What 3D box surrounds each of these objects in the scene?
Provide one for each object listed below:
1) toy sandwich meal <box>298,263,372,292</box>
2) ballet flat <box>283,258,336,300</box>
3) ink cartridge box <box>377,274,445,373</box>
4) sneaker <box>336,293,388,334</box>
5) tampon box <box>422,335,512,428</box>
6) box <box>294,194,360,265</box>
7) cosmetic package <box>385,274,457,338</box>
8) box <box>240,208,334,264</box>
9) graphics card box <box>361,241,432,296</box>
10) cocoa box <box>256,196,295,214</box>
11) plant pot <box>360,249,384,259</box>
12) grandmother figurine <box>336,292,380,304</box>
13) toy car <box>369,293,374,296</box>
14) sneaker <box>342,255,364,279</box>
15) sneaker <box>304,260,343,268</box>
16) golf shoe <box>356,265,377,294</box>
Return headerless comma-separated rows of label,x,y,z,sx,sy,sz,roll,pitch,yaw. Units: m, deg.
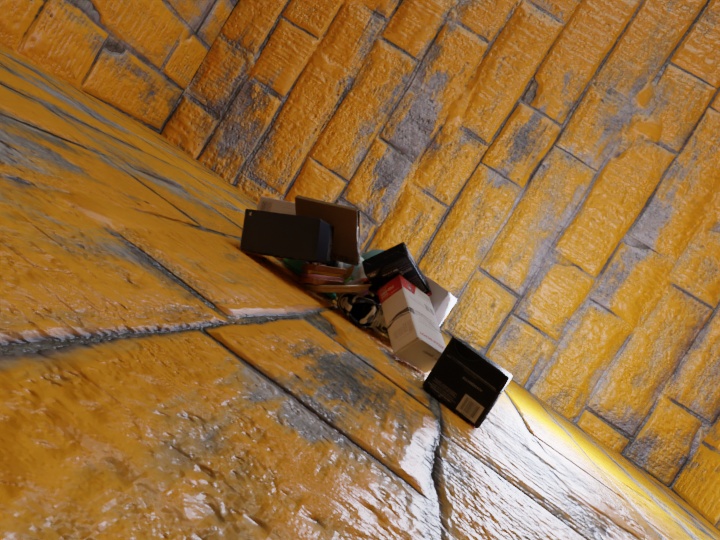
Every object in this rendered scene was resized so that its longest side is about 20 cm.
toy sandwich meal,-0.065,0.016,1.476,0.200,0.072,0.205,0,3,0
ballet flat,-0.134,0.003,1.602,0.198,0.071,0.067,35,3,20
ink cartridge box,0.131,0.135,1.421,0.146,0.082,0.203,35,30,-40
sneaker,0.035,0.122,1.460,0.197,0.080,0.130,33,4,-14
tampon box,0.244,0.246,1.265,0.149,0.128,0.200,35,2,19
box,-0.091,-0.110,1.549,0.196,0.167,0.021,15,32,24
cosmetic package,0.167,0.128,1.567,0.101,0.202,0.071,35,0,38
box,-0.182,-0.083,1.444,0.195,0.107,0.182,8,-2,9
graphics card box,0.098,0.021,1.482,0.200,0.123,0.052,51,20,-49
cocoa box,-0.219,-0.133,1.751,0.196,0.136,0.131,13,-7,27
plant pot,0.074,0.052,2.042,0.199,0.202,0.162,31,16,-35
grandmother figurine,0.016,0.089,1.608,0.199,0.121,0.061,35,-23,38
toy car,0.086,0.113,1.720,0.199,0.173,0.153,36,-32,53
sneaker,0.000,0.000,1.716,0.198,0.073,0.083,23,-42,51
sneaker,-0.130,-0.018,1.669,0.095,0.081,0.198,30,-19,-34
golf shoe,0.086,0.042,1.595,0.195,0.077,0.092,6,35,-5
